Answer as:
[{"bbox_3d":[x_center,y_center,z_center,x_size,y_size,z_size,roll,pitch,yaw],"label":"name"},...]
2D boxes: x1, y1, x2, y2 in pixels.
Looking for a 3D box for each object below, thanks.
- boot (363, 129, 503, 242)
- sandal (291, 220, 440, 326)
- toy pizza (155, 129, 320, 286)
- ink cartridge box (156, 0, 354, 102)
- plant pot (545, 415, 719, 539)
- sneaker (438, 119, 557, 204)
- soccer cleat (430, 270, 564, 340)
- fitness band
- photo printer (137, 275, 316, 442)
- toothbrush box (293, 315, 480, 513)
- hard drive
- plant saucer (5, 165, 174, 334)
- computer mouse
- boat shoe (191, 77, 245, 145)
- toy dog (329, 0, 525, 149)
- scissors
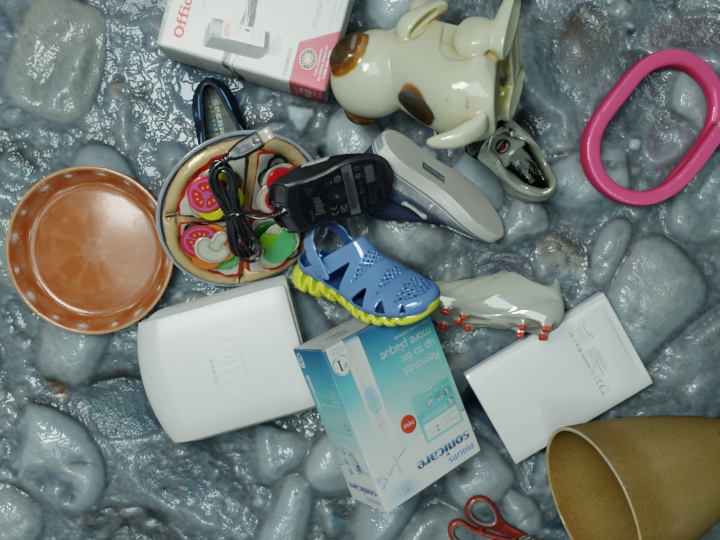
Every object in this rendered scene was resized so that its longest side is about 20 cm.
[{"bbox_3d":[0.075,-0.082,0.923,0.200,0.073,0.090,35,129,-19],"label":"boot"},{"bbox_3d":[0.000,0.000,0.864,0.199,0.079,0.088,18,124,30],"label":"sandal"},{"bbox_3d":[-0.130,-0.062,0.871,0.199,0.032,0.201,-13,126,-18],"label":"toy pizza"},{"bbox_3d":[-0.117,-0.295,0.883,0.199,0.085,0.147,15,94,-2],"label":"ink cartridge box"},{"bbox_3d":[0.357,0.251,0.911,0.199,0.186,0.188,-13,95,-15],"label":"plant pot"},{"bbox_3d":[0.159,-0.158,0.903,0.200,0.089,0.074,38,94,-3],"label":"sneaker"},{"bbox_3d":[0.148,0.034,0.935,0.199,0.069,0.078,8,64,4],"label":"soccer cleat"},{"bbox_3d":[0.359,-0.172,0.934,0.143,0.037,0.200,38,91,-4],"label":"fitness band"},{"bbox_3d":[-0.163,0.110,0.921,0.199,0.069,0.167,-15,95,-1],"label":"photo printer"},{"bbox_3d":[0.032,0.153,0.895,0.146,0.085,0.201,-24,99,-28],"label":"toothbrush box"},{"bbox_3d":[0.247,0.134,0.960,0.199,0.025,0.132,-30,95,0],"label":"hard drive"},{"bbox_3d":[-0.322,-0.024,0.923,0.199,0.032,0.202,0,94,-1],"label":"plant saucer"},{"bbox_3d":[-0.069,-0.104,0.831,0.199,0.046,0.141,-24,128,-5],"label":"computer mouse"},{"bbox_3d":[-0.162,-0.124,0.900,0.084,0.069,0.201,-21,98,-2],"label":"boat shoe"},{"bbox_3d":[0.065,-0.207,0.841,0.199,0.140,0.195,11,69,22],"label":"toy dog"},{"bbox_3d":[0.209,0.354,0.985,0.199,0.014,0.073,26,91,-5],"label":"scissors"}]
